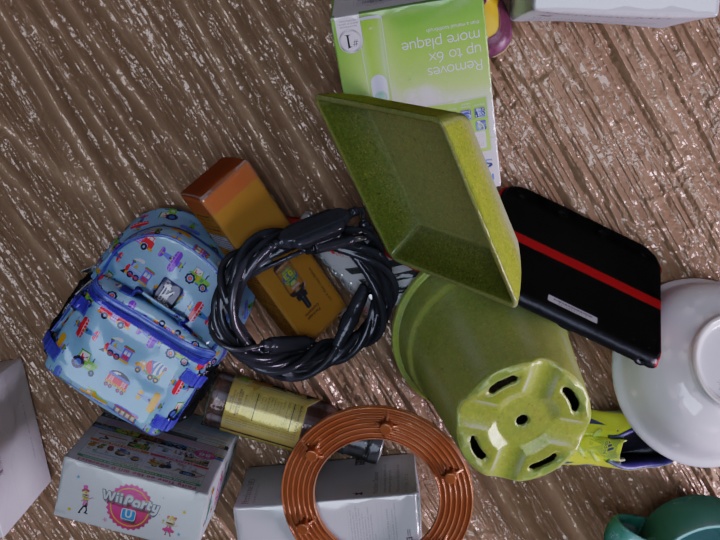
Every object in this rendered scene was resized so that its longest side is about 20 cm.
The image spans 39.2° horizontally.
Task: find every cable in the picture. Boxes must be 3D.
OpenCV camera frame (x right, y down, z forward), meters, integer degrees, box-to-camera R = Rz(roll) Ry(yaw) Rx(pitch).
[{"bbox_3d":[-0.059,0.031,1.017,0.198,0.051,0.165,-25,119,-18],"label":"cable"}]

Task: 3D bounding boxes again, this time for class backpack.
[{"bbox_3d":[-0.211,0.044,1.066,0.182,0.135,0.201,37,97,-5],"label":"backpack"}]

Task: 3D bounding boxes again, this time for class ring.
[{"bbox_3d":[0.016,0.233,1.026,0.197,0.019,0.203,2,107,5],"label":"ring"}]

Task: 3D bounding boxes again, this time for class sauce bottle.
[{"bbox_3d":[-0.072,0.168,1.118,0.197,0.065,0.066,18,101,-2],"label":"sauce bottle"}]

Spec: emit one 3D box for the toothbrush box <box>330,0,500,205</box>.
[{"bbox_3d":[0.056,-0.180,1.002,0.143,0.087,0.202,-7,124,4],"label":"toothbrush box"}]

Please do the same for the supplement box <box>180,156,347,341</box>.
[{"bbox_3d":[-0.098,-0.018,1.046,0.066,0.069,0.201,-42,114,-19],"label":"supplement box"}]

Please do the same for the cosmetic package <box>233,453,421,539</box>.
[{"bbox_3d":[-0.033,0.265,1.110,0.197,0.113,0.082,-4,102,1],"label":"cosmetic package"}]

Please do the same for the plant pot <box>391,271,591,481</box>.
[{"bbox_3d":[0.141,0.102,1.009,0.197,0.185,0.203,-3,115,-7],"label":"plant pot"}]

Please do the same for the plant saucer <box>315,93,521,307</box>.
[{"bbox_3d":[0.063,-0.079,0.933,0.048,0.199,0.202,-38,122,-20],"label":"plant saucer"}]

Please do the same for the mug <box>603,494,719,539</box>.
[{"bbox_3d":[0.365,0.311,1.100,0.151,0.114,0.186,-31,97,8],"label":"mug"}]

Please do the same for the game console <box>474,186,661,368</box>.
[{"bbox_3d":[0.214,0.002,1.024,0.198,0.178,0.031,25,131,-3],"label":"game console"}]

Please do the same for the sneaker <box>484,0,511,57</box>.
[{"bbox_3d":[0.085,-0.300,1.010,0.075,0.090,0.201,-36,97,8],"label":"sneaker"}]

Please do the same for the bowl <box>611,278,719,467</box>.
[{"bbox_3d":[0.367,0.098,1.037,0.198,0.090,0.204,1,77,-6],"label":"bowl"}]

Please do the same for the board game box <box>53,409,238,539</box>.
[{"bbox_3d":[-0.216,0.205,1.060,0.145,0.200,0.065,15,100,0],"label":"board game box"}]

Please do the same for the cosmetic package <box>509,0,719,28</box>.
[{"bbox_3d":[0.233,-0.319,0.946,0.165,0.200,0.169,3,101,2],"label":"cosmetic package"}]

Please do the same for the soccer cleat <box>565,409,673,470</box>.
[{"bbox_3d":[0.249,0.184,1.097,0.197,0.084,0.066,-3,101,3],"label":"soccer cleat"}]

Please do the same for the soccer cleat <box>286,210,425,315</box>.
[{"bbox_3d":[0.000,0.000,1.083,0.198,0.069,0.086,21,97,-6],"label":"soccer cleat"}]

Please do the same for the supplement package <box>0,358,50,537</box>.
[{"bbox_3d":[-0.469,0.202,1.094,0.197,0.151,0.154,-10,101,4],"label":"supplement package"}]
